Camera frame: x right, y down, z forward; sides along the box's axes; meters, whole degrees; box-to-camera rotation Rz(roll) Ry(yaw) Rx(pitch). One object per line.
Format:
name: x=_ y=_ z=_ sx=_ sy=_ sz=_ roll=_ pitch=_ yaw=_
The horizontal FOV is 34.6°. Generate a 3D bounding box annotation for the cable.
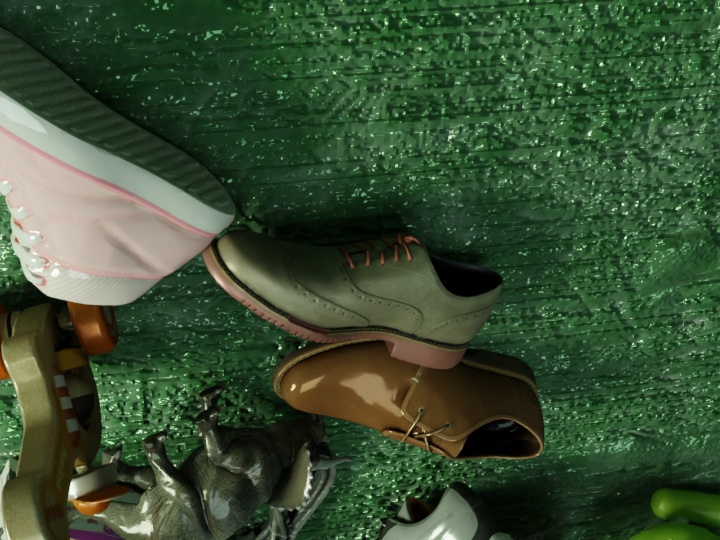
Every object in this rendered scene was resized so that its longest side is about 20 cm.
cable: x=-0.065 y=0.214 z=0.873 sx=0.097 sy=0.050 sz=0.200 roll=25 pitch=121 yaw=-28

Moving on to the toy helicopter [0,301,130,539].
toy helicopter: x=-0.169 y=0.100 z=0.642 sx=0.078 sy=0.200 sz=0.133 roll=-14 pitch=116 yaw=-2

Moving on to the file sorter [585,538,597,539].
file sorter: x=0.105 y=0.309 z=0.897 sx=0.199 sy=0.126 sz=0.139 roll=-22 pitch=166 yaw=-8

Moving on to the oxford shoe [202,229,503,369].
oxford shoe: x=0.000 y=0.000 z=0.692 sx=0.199 sy=0.071 sz=0.075 roll=15 pitch=123 yaw=-38

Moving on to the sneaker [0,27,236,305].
sneaker: x=-0.167 y=-0.045 z=0.597 sx=0.105 sy=0.076 sz=0.200 roll=-42 pitch=132 yaw=16

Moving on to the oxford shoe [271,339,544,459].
oxford shoe: x=0.039 y=0.090 z=0.777 sx=0.199 sy=0.071 sz=0.072 roll=8 pitch=130 yaw=-19

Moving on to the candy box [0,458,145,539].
candy box: x=-0.231 y=0.234 z=0.843 sx=0.136 sy=0.061 sz=0.200 roll=19 pitch=123 yaw=-28

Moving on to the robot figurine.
robot figurine: x=0.265 y=0.270 z=0.944 sx=0.115 sy=0.176 sz=0.200 roll=-3 pitch=160 yaw=23

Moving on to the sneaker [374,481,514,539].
sneaker: x=0.035 y=0.226 z=0.906 sx=0.200 sy=0.080 sz=0.074 roll=-37 pitch=167 yaw=36

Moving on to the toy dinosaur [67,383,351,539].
toy dinosaur: x=-0.105 y=0.143 z=0.755 sx=0.199 sy=0.077 sz=0.103 roll=-31 pitch=104 yaw=-13
